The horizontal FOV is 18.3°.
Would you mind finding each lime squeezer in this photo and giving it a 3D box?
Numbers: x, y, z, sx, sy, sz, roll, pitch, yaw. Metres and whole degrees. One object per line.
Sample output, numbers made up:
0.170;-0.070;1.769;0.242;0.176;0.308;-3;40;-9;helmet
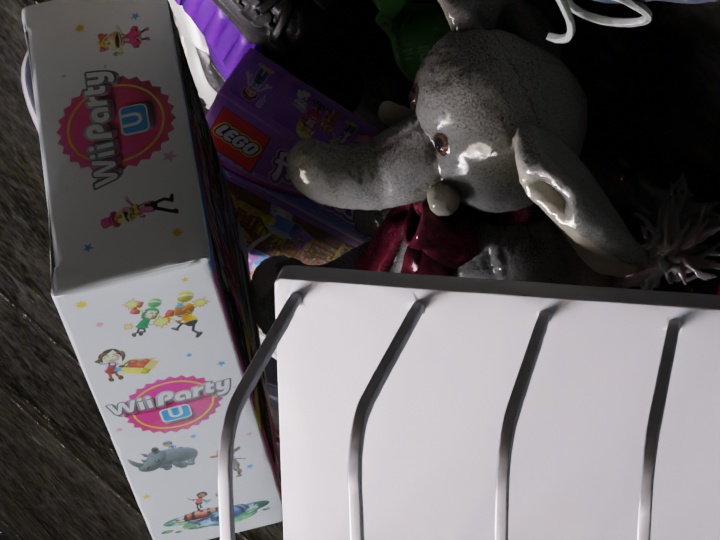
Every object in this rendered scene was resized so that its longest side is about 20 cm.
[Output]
0.041;-0.108;0.960;0.070;0.038;0.200;4;147;13;lime squeezer

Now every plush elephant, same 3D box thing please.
0.041;-0.025;0.880;0.165;0.199;0.155;-113;-2;-50;plush elephant

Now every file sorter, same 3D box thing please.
0.056;0.091;0.774;0.199;0.125;0.139;4;113;12;file sorter

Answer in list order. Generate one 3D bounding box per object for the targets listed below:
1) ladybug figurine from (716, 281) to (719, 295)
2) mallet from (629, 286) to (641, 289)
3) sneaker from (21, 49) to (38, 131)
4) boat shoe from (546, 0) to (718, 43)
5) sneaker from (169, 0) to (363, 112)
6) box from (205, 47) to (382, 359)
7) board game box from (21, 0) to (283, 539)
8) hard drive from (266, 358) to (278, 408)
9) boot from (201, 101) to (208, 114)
0.192;0.038;0.869;0.136;0.072;0.200;38;160;19;ladybug figurine
0.096;0.098;1.065;0.066;0.200;0.041;38;-156;10;mallet
-0.162;-0.061;1.390;0.202;0.077;0.146;52;157;-22;sneaker
0.090;-0.120;0.771;0.200;0.062;0.075;14;144;56;boat shoe
-0.052;-0.142;1.029;0.099;0.070;0.200;19;152;40;sneaker
0.000;0.000;1.059;0.200;0.039;0.137;33;137;-2;box
-0.083;0.002;0.931;0.200;0.064;0.148;76;-178;-55;board game box
0.021;0.102;1.328;0.200;0.033;0.139;36;167;-30;hard drive
-0.044;-0.031;1.240;0.200;0.074;0.095;43;157;-19;boot
